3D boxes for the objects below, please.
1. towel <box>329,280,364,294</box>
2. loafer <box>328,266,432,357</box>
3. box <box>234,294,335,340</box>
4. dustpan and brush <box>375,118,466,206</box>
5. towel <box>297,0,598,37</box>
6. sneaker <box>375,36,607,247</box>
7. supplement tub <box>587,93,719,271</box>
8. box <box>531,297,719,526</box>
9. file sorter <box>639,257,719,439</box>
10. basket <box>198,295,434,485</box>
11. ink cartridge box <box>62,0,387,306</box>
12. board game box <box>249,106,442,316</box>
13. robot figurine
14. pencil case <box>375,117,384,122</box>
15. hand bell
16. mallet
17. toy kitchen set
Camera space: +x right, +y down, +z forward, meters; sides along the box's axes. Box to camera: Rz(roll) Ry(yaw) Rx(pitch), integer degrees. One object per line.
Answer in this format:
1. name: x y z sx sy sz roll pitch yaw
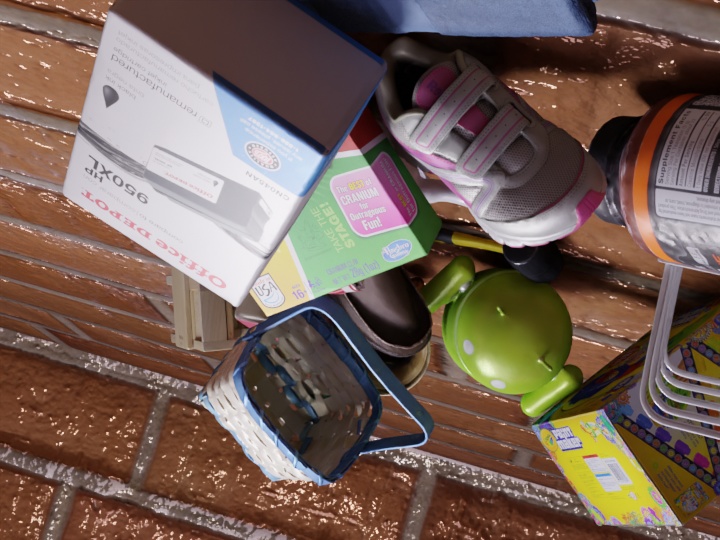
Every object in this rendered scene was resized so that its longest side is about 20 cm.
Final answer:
1. towel: -0.080 -0.040 1.151 0.145 0.023 0.199 59 156 -15
2. loafer: 0.000 0.000 1.211 0.201 0.073 0.071 49 162 -11
3. box: -0.036 0.030 1.405 0.107 0.130 0.200 9 165 24
4. dustpan and brush: 0.019 -0.057 0.948 0.197 0.057 0.141 12 128 11
5. towel: 0.028 -0.173 0.693 0.198 0.049 0.112 10 161 34
6. sneaker: 0.070 -0.086 0.829 0.199 0.082 0.088 35 173 40
7. supplement tub: 0.231 -0.051 0.780 0.106 0.108 0.199 28 172 -39
8. box: 0.292 0.131 1.201 0.123 0.192 0.200 54 165 3
9. file sorter: 0.281 0.044 0.931 0.137 0.127 0.200 12 -170 16
10. basket: -0.046 0.111 1.226 0.199 0.140 0.177 -16 118 47
11. ink cartridge box: -0.090 -0.084 0.786 0.144 0.085 0.200 33 147 -2
12. board game box: -0.058 -0.076 0.895 0.152 0.040 0.201 -21 114 33
13. robot figurine: 0.143 0.057 1.272 0.176 0.116 0.200 46 179 -5
14. pencil case: -0.080 -0.108 1.004 0.197 0.089 0.087 19 167 -4
15. hand bell: 0.042 0.047 1.378 0.103 0.106 0.200 14 -160 9
16. mallet: 0.102 -0.026 1.228 0.198 0.042 0.066 12 169 42
17. toy kitchen set: -0.121 -0.004 1.448 0.178 0.166 0.200 -5 -178 -18
